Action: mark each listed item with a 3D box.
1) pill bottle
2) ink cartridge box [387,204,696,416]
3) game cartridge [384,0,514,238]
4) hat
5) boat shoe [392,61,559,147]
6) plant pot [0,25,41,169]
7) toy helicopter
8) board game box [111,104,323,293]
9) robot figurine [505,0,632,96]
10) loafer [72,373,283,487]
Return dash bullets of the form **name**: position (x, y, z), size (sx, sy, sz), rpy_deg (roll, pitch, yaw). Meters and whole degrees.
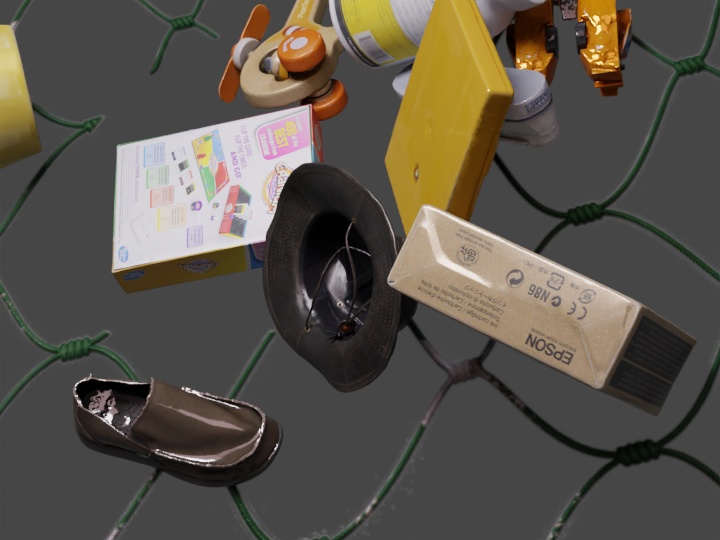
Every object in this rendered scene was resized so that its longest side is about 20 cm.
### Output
- **pill bottle**: position (0.076, -0.262, 1.377), size (0.199, 0.112, 0.113), rpy_deg (-10, 51, 39)
- **ink cartridge box**: position (0.144, 0.033, 1.162), size (0.199, 0.165, 0.076), rpy_deg (26, 90, 30)
- **game cartridge**: position (0.073, -0.119, 1.260), size (0.032, 0.201, 0.177), rpy_deg (5, 40, -17)
- **hat**: position (0.000, 0.000, 1.267), size (0.080, 0.201, 0.201), rpy_deg (-8, 44, -36)
- **boat shoe**: position (0.104, -0.150, 1.361), size (0.073, 0.066, 0.200), rpy_deg (-39, 33, -17)
- **plant pot**: position (-0.421, -0.161, 1.458), size (0.187, 0.201, 0.202), rpy_deg (-14, 53, -11)
- **toy helicopter**: position (-0.070, -0.232, 1.479), size (0.131, 0.079, 0.201), rpy_deg (-5, 45, 24)
- **board game box**: position (-0.133, -0.068, 1.393), size (0.198, 0.040, 0.154), rpy_deg (-10, 55, 10)
- **robot figurine**: position (0.196, -0.254, 1.410), size (0.144, 0.058, 0.201), rpy_deg (-5, 57, 13)
- **loafer**: position (-0.163, 0.131, 1.249), size (0.198, 0.071, 0.073), rpy_deg (5, 59, 19)
